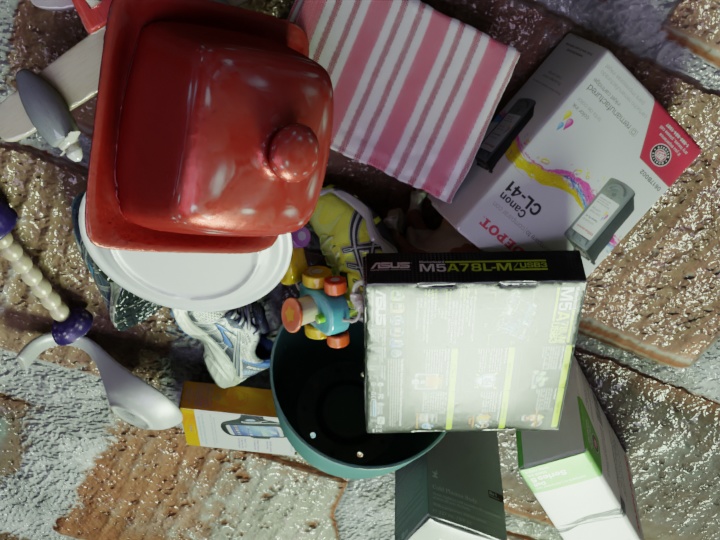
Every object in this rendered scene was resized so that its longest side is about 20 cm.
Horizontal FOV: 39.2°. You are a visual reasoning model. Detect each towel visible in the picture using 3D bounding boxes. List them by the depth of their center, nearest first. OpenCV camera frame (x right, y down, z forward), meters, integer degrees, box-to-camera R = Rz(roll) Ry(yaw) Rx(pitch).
[{"bbox_3d":[0.022,-0.166,0.880,0.199,0.030,0.147,26,105,2],"label":"towel"}]

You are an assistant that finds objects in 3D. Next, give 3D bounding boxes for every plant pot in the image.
[{"bbox_3d":[-0.002,0.132,1.091,0.199,0.202,0.161,9,156,-4],"label":"plant pot"}]

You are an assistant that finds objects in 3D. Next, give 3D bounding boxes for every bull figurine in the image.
[{"bbox_3d":[0.119,-0.035,1.025,0.198,0.065,0.122,-14,124,12],"label":"bull figurine"}]

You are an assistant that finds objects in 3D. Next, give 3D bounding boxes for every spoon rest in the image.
[{"bbox_3d":[-0.293,0.124,1.168,0.199,0.061,0.100,25,153,0],"label":"spoon rest"}]

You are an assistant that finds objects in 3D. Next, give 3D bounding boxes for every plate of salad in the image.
[{"bbox_3d":[-0.161,-0.036,0.945,0.198,0.048,0.201,2,135,2],"label":"plate of salad"}]

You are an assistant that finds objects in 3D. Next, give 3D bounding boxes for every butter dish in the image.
[{"bbox_3d":[-0.090,-0.100,0.778,0.198,0.147,0.202,0,104,-45],"label":"butter dish"}]

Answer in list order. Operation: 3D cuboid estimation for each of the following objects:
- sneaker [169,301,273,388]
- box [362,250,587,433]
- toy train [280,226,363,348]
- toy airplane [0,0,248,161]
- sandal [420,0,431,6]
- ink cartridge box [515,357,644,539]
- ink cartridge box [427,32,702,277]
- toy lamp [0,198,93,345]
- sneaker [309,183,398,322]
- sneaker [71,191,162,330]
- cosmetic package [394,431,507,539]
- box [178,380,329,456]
[{"bbox_3d":[-0.147,0.046,1.111,0.084,0.078,0.201,-14,137,10],"label":"sneaker"},{"bbox_3d":[0.098,0.070,0.926,0.191,0.048,0.201,-3,132,-1],"label":"box"},{"bbox_3d":[-0.061,-0.020,0.981,0.055,0.201,0.150,-16,157,-28],"label":"toy train"},{"bbox_3d":[-0.198,-0.183,0.869,0.197,0.141,0.201,11,113,-19],"label":"toy airplane"},{"bbox_3d":[-0.026,-0.191,0.916,0.199,0.043,0.076,-31,121,26],"label":"sandal"},{"bbox_3d":[0.253,0.224,1.177,0.083,0.146,0.201,-20,126,20],"label":"ink cartridge box"},{"bbox_3d":[0.184,-0.087,0.918,0.147,0.086,0.200,36,98,-26],"label":"ink cartridge box"},{"bbox_3d":[-0.360,-0.005,1.087,0.058,0.058,0.201,-17,129,17],"label":"toy lamp"},{"bbox_3d":[0.000,0.000,1.007,0.200,0.076,0.075,51,158,4],"label":"sneaker"},{"bbox_3d":[-0.255,-0.014,1.072,0.077,0.086,0.201,-33,154,-21],"label":"sneaker"},{"bbox_3d":[0.100,0.237,1.166,0.106,0.201,0.090,21,130,-17],"label":"cosmetic package"},{"bbox_3d":[-0.113,0.182,1.216,0.198,0.042,0.119,5,149,-3],"label":"box"}]
